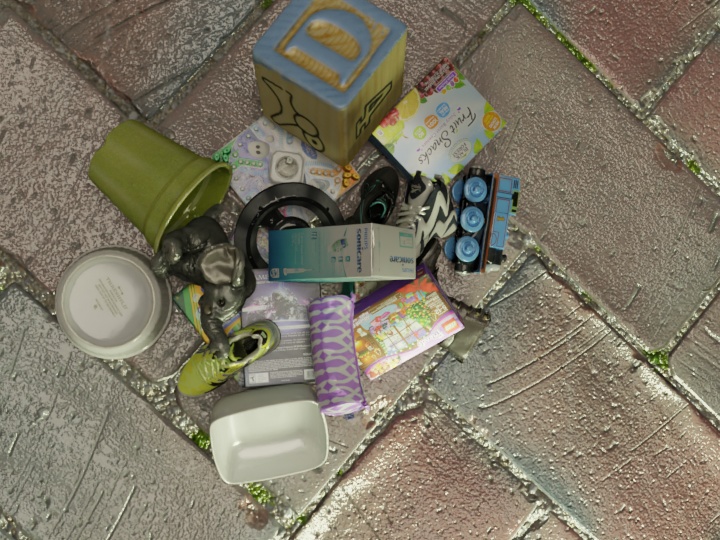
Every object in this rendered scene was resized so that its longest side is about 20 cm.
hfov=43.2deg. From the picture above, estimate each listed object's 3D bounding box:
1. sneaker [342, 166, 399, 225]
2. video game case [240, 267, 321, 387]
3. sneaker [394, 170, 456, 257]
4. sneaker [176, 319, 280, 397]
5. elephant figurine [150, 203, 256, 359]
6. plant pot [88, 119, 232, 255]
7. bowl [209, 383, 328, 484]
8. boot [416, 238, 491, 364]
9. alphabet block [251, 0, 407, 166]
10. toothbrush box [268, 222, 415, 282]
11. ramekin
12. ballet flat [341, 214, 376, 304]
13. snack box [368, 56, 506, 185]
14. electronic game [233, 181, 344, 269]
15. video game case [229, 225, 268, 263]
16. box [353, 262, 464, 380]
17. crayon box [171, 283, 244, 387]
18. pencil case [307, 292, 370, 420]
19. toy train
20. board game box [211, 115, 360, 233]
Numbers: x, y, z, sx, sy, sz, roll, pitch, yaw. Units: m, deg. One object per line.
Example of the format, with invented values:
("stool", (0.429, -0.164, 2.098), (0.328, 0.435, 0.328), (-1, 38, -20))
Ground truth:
("sneaker", (0.034, -0.116, 1.602), (0.075, 0.079, 0.201), (37, 50, -16))
("video game case", (-0.135, 0.095, 1.565), (0.141, 0.019, 0.202), (-3, 87, -10))
("sneaker", (0.087, -0.100, 1.557), (0.198, 0.079, 0.131), (-27, 121, -31))
("sneaker", (-0.228, 0.143, 1.511), (0.199, 0.076, 0.076), (-35, 84, 9))
("elephant figurine", (-0.232, 0.016, 1.492), (0.199, 0.141, 0.156), (38, 115, 14))
("plant pot", (-0.348, -0.151, 1.540), (0.184, 0.200, 0.201), (37, 83, 7))
("bowl", (-0.158, 0.272, 1.562), (0.197, 0.075, 0.201), (-9, 132, -7))
("boot", (0.158, 0.055, 1.647), (0.173, 0.069, 0.202), (20, 108, -8))
("alphabet block", (-0.049, -0.334, 1.537), (0.195, 0.200, 0.197), (35, 73, 11))
("toothbrush box", (-0.029, -0.025, 1.461), (0.198, 0.146, 0.086), (-1, 87, 32))
("ramekin", (-0.426, 0.054, 1.555), (0.200, 0.094, 0.205), (0, 88, -8))
("ballet flat", (0.000, 0.000, 1.632), (0.063, 0.076, 0.202), (1, 90, -16))
("snack box", (0.138, -0.256, 1.662), (0.200, 0.068, 0.169), (-44, 95, -6))
("electronic game", (-0.122, -0.056, 1.587), (0.198, 0.042, 0.202), (-5, 111, -13))
("video game case", (-0.195, 0.025, 1.628), (0.142, 0.018, 0.202), (26, 84, -6))
("box", (0.064, 0.092, 1.593), (0.199, 0.039, 0.137), (-31, 119, 13))
("crayon box", (-0.219, 0.089, 1.587), (0.125, 0.052, 0.201), (-37, 94, -8))
("pencil case", (-0.038, 0.141, 1.506), (0.085, 0.084, 0.202), (-14, 72, 15))
("toy train", (0.223, -0.087, 1.661), (0.113, 0.087, 0.202), (8, 89, -16))
("board game box", (-0.132, -0.185, 1.632), (0.200, 0.026, 0.201), (-39, 92, -12))
